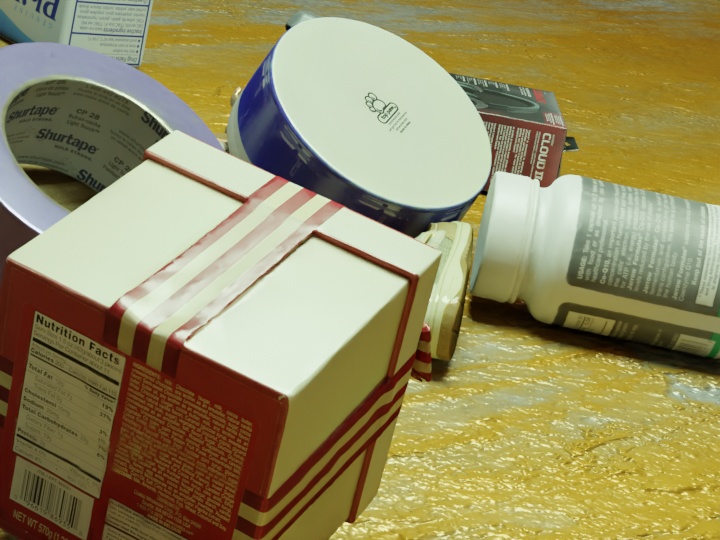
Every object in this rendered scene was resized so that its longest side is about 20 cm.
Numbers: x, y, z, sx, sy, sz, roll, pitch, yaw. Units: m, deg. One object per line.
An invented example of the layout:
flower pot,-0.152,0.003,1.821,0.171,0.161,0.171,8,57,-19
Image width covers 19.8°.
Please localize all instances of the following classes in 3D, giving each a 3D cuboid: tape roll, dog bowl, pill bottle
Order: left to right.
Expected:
tape roll,-0.185,-0.049,1.337,0.199,0.085,0.201,23,39,-19
dog bowl,0.000,-0.100,1.608,0.199,0.079,0.201,21,42,-20
pill bottle,0.188,-0.008,1.535,0.199,0.114,0.113,12,18,-1

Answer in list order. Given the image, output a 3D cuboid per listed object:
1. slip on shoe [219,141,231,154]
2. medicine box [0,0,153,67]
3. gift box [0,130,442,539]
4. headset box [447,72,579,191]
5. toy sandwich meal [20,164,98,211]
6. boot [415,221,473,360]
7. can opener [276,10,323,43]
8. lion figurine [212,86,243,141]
slip on shoe,-0.063,-0.073,1.645,0.199,0.076,0.061,-6,39,-45
medicine box,-0.290,-0.321,2.043,0.103,0.201,0.182,-2,22,-42
gift box,-0.082,0.059,1.047,0.184,0.201,0.187,29,36,14
headset box,0.103,-0.129,1.914,0.199,0.078,0.149,9,18,-2
toy sandwich meal,-0.260,-0.047,1.460,0.204,0.071,0.205,8,16,-2
boot,0.000,0.000,1.470,0.154,0.073,0.200,10,18,2
can opener,0.006,-0.134,1.736,0.200,0.066,0.053,47,-15,-12
lion figurine,-0.078,-0.099,1.743,0.122,0.073,0.200,27,36,14
